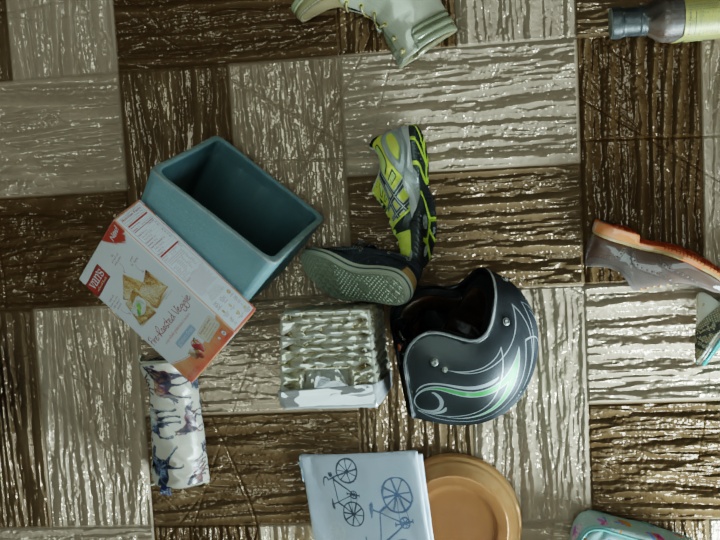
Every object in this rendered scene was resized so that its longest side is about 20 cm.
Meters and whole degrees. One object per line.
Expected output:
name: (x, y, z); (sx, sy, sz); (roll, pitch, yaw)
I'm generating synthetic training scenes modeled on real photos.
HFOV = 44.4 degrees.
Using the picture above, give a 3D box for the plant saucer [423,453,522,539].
plant saucer: (0.135, 0.367, 1.273); (0.196, 0.037, 0.204); (1, 95, 7)

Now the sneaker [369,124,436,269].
sneaker: (0.059, -0.096, 1.228); (0.075, 0.075, 0.204); (-5, 89, 22)

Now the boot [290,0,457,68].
boot: (0.018, -0.346, 1.203); (0.197, 0.072, 0.157); (-25, 95, 8)

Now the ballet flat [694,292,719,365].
ballet flat: (0.503, 0.036, 1.191); (0.200, 0.068, 0.075); (-46, 68, 3)

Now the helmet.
helmet: (0.142, 0.103, 1.172); (0.187, 0.200, 0.204); (-11, 94, -2)

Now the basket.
basket: (-0.031, 0.109, 1.188); (0.133, 0.200, 0.126); (-3, 91, 7)

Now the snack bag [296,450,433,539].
snack bag: (0.009, 0.354, 1.273); (0.197, 0.021, 0.192); (-8, 94, 25)

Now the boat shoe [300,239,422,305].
boat shoe: (0.000, 0.000, 1.220); (0.197, 0.062, 0.076); (10, 128, 37)

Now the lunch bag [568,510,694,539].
lunch bag: (0.381, 0.437, 1.230); (0.196, 0.077, 0.163); (15, 97, 5)

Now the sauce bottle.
sauce bottle: (0.427, -0.333, 1.159); (0.196, 0.065, 0.066); (-1, 95, 8)

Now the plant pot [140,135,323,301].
plant pot: (-0.202, -0.027, 1.201); (0.195, 0.196, 0.201); (36, 116, 2)

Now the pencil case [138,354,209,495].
pencil case: (-0.273, 0.218, 1.285); (0.088, 0.078, 0.204); (-6, 95, -8)

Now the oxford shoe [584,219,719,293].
oxford shoe: (0.400, -0.003, 1.192); (0.197, 0.071, 0.074); (23, 103, 17)

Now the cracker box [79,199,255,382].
cracker box: (-0.245, 0.029, 1.108); (0.200, 0.058, 0.134); (43, 132, -2)
